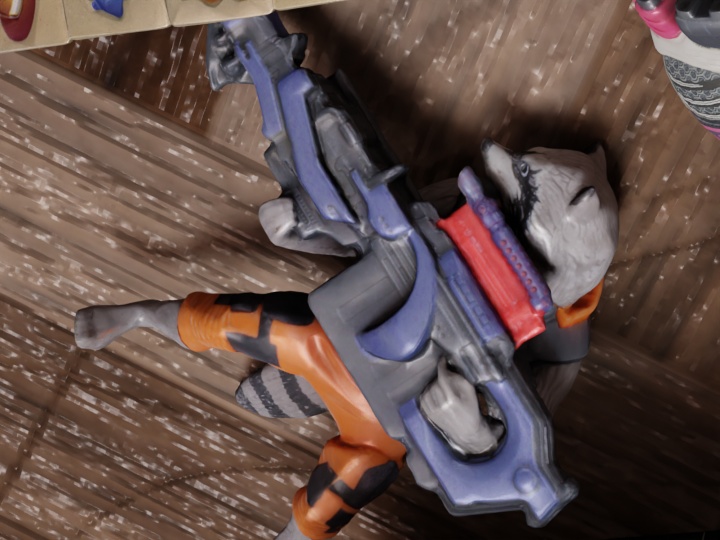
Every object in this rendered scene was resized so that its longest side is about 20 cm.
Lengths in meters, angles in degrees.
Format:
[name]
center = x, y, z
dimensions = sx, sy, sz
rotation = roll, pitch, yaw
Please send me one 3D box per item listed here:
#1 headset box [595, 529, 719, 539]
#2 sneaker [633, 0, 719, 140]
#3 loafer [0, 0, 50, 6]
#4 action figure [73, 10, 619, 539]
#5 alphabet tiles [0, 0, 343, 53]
[headset box]
center = 0.060, 0.152, 0.850
dimensions = 0.199, 0.174, 0.093
rotation = -6, 97, 10
[sneaker]
center = 0.179, -0.073, 0.739
dimensions = 0.199, 0.081, 0.075
rotation = 3, 140, 32
[loafer]
center = -0.108, -0.113, 0.847
dimensions = 0.199, 0.071, 0.073
rotation = -14, 87, 19
[action figure]
center = 0.000, 0.000, 0.879
dimensions = 0.193, 0.105, 0.201
rotation = -26, 86, 29
[alphabet tiles]
center = -0.069, -0.154, 0.779
dimensions = 0.199, 0.006, 0.167
rotation = -6, 100, 18
